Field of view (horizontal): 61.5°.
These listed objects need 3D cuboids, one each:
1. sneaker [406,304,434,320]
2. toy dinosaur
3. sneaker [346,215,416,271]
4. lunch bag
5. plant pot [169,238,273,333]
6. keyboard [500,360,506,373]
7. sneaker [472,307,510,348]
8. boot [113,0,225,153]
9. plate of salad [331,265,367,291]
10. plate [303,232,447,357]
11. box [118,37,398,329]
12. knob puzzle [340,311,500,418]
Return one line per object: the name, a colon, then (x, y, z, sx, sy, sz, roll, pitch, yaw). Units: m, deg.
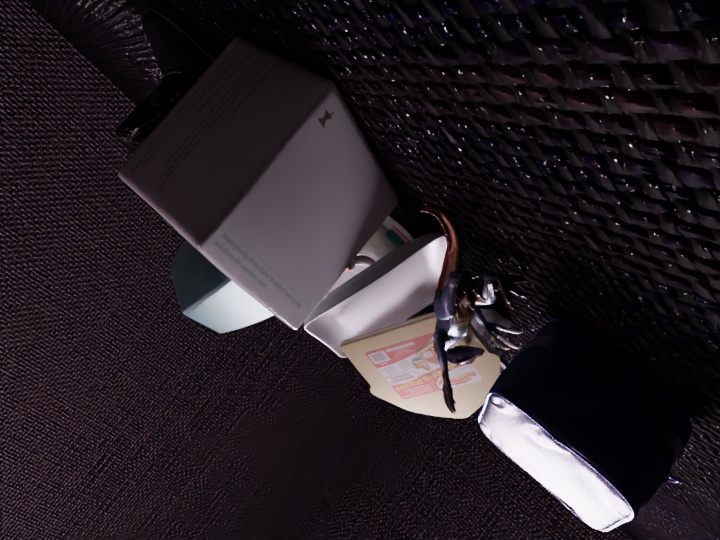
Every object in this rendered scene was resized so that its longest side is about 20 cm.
sneaker: (0.094, 0.092, 0.964, 0.199, 0.089, 0.068, 1, -104, -69)
toy dinosaur: (0.116, 0.045, 0.678, 0.182, 0.103, 0.204, 128, 126, -68)
sneaker: (-0.013, -0.056, 0.839, 0.199, 0.094, 0.070, 39, 174, 14)
lunch bag: (0.238, 0.158, 0.631, 0.199, 0.132, 0.137, 39, 158, 20)
plant pot: (-0.162, -0.012, 0.860, 0.141, 0.198, 0.143, 41, -164, -54)
keyboard: (0.208, 0.148, 1.144, 0.200, 0.040, 0.104, 44, 172, -15)
sneaker: (0.150, 0.079, 0.868, 0.099, 0.078, 0.200, 43, 173, 10)
boot: (-0.256, -0.234, 0.769, 0.199, 0.169, 0.077, 38, 174, 23)
plate of salad: (0.000, 0.000, 0.943, 0.196, 0.048, 0.205, 16, 119, 30)
plate: (0.030, 0.033, 0.785, 0.033, 0.198, 0.200, 57, -179, 22)
box: (-0.099, -0.089, 0.653, 0.170, 0.201, 0.199, 33, 170, 35)
knob puzzle: (0.097, 0.131, 0.814, 0.219, 0.217, 0.031, 44, -144, -26)
